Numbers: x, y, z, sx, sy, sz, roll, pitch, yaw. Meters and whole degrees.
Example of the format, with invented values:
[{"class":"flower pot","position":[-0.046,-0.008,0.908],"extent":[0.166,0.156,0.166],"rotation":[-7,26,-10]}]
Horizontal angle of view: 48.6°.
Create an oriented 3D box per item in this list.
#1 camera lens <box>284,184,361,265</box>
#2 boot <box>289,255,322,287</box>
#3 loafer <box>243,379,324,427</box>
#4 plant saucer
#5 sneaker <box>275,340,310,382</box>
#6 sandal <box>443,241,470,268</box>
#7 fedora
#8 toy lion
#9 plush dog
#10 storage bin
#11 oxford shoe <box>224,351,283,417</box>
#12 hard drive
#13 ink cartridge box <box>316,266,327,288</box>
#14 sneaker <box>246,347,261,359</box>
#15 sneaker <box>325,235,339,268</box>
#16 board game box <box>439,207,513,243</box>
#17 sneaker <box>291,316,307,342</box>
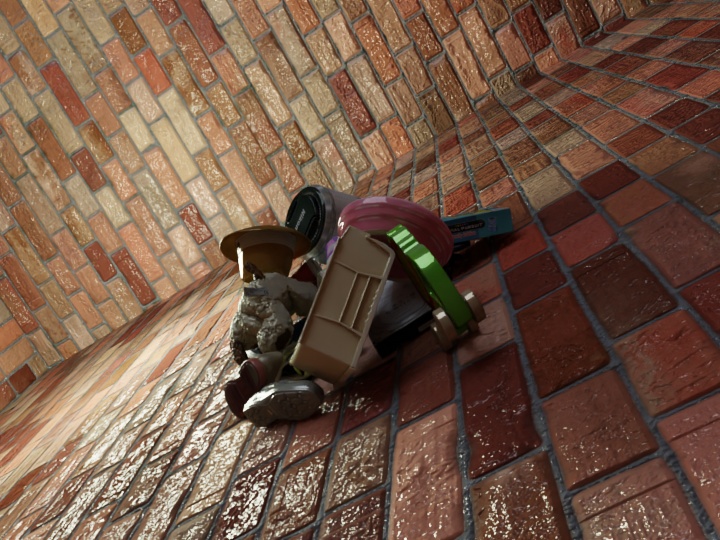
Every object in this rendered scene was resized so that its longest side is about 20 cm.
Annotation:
[{"class":"camera lens","position":[-0.056,-0.091,1.752],"extent":[0.197,0.164,0.158],"rotation":[12,-21,-40]},{"class":"boot","position":[-0.129,0.053,1.711],"extent":[0.143,0.073,0.200],"rotation":[-35,-21,-2]},{"class":"loafer","position":[-0.123,0.208,1.319],"extent":[0.198,0.070,0.070],"rotation":[-20,25,46]},{"class":"plant saucer","position":[0.054,-0.041,1.314],"extent":[0.198,0.199,0.052],"rotation":[-19,45,46]},{"class":"sneaker","position":[-0.080,0.155,1.445],"extent":[0.198,0.075,0.077],"rotation":[-34,20,34]},{"class":"sandal","position":[0.166,-0.024,1.561],"extent":[0.073,0.046,0.200],"rotation":[-12,-4,-14]},{"class":"fedora","position":[-0.188,-0.020,1.588],"extent":[0.195,0.084,0.201],"rotation":[-3,-20,-1]},{"class":"toy lion","position":[0.099,0.014,1.162],"extent":[0.068,0.194,0.200],"rotation":[-32,-11,-3]},{"class":"plush dog","position":[-0.195,0.088,1.532],"extent":[0.173,0.159,0.201],"rotation":[-51,2,35]},{"class":"storage bin","position":[-0.030,0.061,1.251],"extent":[0.200,0.092,0.203],"rotation":[118,174,-72]},{"class":"oxford shoe","position":[-0.192,0.209,1.453],"extent":[0.074,0.071,0.200],"rotation":[-25,-12,-37]},{"class":"hard drive","position":[0.062,0.054,1.396],"extent":[0.138,0.038,0.201],"rotation":[-31,30,3]},{"class":"ink cartridge box","position":[-0.005,0.004,1.680],"extent":[0.198,0.048,0.147],"rotation":[-36,-26,-21]},{"class":"sneaker","position":[-0.183,0.148,1.638],"extent":[0.109,0.070,0.200],"rotation":[-53,13,-9]},{"class":"sneaker","position":[0.000,0.000,1.520],"extent":[0.080,0.200,0.089],"rotation":[-42,40,9]},{"class":"board game box","position":[0.180,-0.081,1.540],"extent":[0.195,0.048,0.151],"rotation":[-11,5,-4]},{"class":"sneaker","position":[-0.069,0.107,1.605],"extent":[0.197,0.071,0.078],"rotation":[-30,-1,8]}]
